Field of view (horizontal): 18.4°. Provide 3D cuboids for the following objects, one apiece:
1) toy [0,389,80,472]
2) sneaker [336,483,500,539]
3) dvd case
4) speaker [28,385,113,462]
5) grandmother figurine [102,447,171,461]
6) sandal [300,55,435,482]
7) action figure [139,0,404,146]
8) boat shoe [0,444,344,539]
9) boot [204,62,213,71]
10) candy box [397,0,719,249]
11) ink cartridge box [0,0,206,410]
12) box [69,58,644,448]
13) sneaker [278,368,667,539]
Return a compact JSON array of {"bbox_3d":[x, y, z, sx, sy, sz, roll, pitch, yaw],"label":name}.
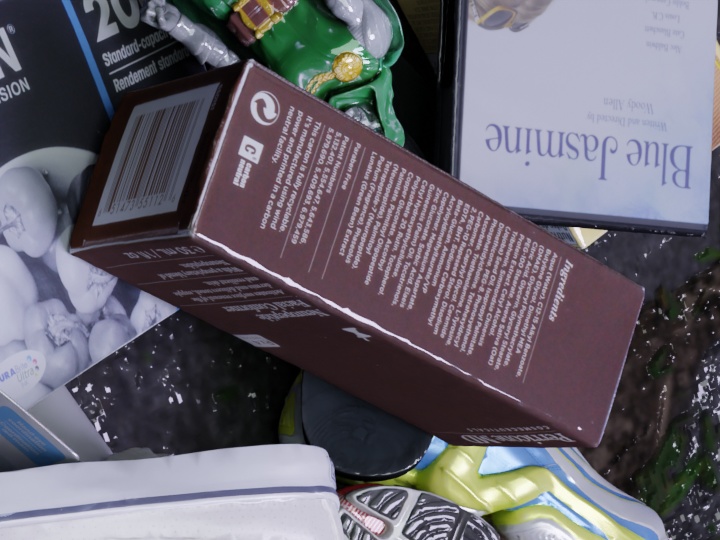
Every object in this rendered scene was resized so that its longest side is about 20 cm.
[{"bbox_3d":[-0.201,0.067,0.797,0.115,0.200,0.047,43,54,-20],"label":"toy"},{"bbox_3d":[0.037,0.149,0.976,0.200,0.085,0.077,39,78,-39],"label":"sneaker"},{"bbox_3d":[0.097,-0.119,0.967,0.142,0.018,0.202,3,89,-31],"label":"dvd case"},{"bbox_3d":[-0.178,0.026,0.872,0.081,0.081,0.201,-39,109,-19],"label":"speaker"},{"bbox_3d":[-0.137,0.138,0.828,0.200,0.060,0.122,-40,135,-20],"label":"grandmother figurine"},{"bbox_3d":[0.006,-0.013,0.944,0.075,0.048,0.202,-3,73,-6],"label":"sandal"},{"bbox_3d":[-0.051,-0.119,0.844,0.118,0.055,0.200,-40,95,27],"label":"action figure"},{"bbox_3d":[-0.099,0.109,0.762,0.199,0.071,0.070,-5,68,-20],"label":"boat shoe"},{"bbox_3d":[-0.031,-0.177,0.890,0.065,0.165,0.202,8,90,-4],"label":"boot"},{"bbox_3d":[0.084,-0.124,1.004,0.115,0.055,0.201,-35,107,-21],"label":"candy box"},{"bbox_3d":[-0.132,-0.062,0.856,0.198,0.043,0.201,-35,107,-52],"label":"ink cartridge box"},{"bbox_3d":[0.000,0.000,0.850,0.199,0.100,0.075,26,73,-29],"label":"box"},{"bbox_3d":[0.065,0.066,0.997,0.199,0.076,0.106,21,84,-25],"label":"sneaker"}]
